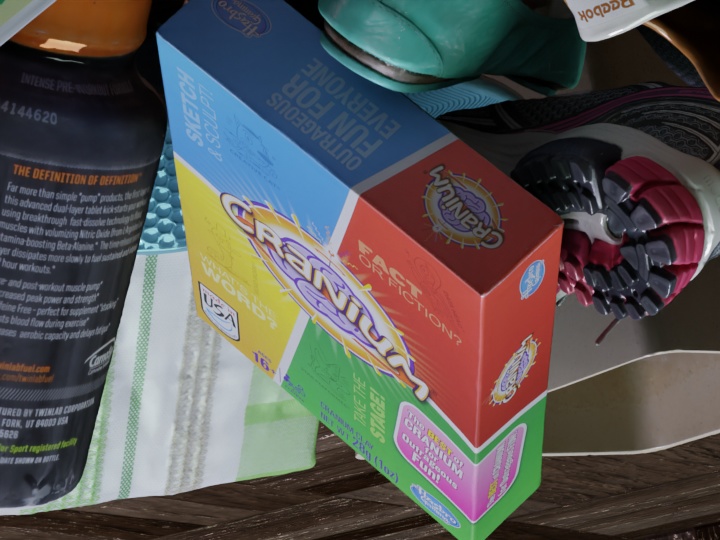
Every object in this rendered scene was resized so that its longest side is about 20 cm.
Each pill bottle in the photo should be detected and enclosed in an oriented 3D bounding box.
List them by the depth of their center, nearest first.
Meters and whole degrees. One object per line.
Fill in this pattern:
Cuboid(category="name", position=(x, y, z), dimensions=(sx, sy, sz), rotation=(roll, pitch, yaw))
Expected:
Cuboid(category="pill bottle", position=(-0.133, -0.021, 1.050), dimensions=(0.106, 0.201, 0.106), rotation=(14, -163, -4))

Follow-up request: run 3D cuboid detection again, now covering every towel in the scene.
Cuboid(category="towel", position=(-0.105, 0.035, 1.212), dimensions=(0.199, 0.031, 0.150), rotation=(-5, 125, -25))

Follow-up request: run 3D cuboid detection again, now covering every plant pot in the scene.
Cuboid(category="plant pot", position=(0.119, -0.023, 1.266), dimensions=(0.199, 0.178, 0.199), rotation=(3, 163, -41))

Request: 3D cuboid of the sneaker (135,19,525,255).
Cuboid(category="sneaker", position=(-0.032, -0.066, 1.172), dimensions=(0.199, 0.080, 0.131), rotation=(-2, -158, -14))

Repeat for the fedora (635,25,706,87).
Cuboid(category="fedora", position=(0.137, -0.125, 0.990), dimensions=(0.091, 0.201, 0.201), rotation=(24, 165, 2))

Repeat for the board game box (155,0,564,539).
Cuboid(category="board game box", position=(0.000, 0.000, 1.006), dimensions=(0.040, 0.153, 0.200), rotation=(-43, 158, -20))

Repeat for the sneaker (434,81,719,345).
Cuboid(category="sneaker", position=(0.077, -0.026, 0.983), dimensions=(0.074, 0.081, 0.200), rotation=(-33, -161, -22))

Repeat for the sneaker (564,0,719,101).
Cuboid(category="sneaker", position=(0.070, -0.123, 0.824), dimensions=(0.200, 0.085, 0.073), rotation=(36, 147, -28))

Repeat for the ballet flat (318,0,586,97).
Cuboid(category="ballet flat", position=(0.047, -0.099, 0.980), dimensions=(0.071, 0.067, 0.200), rotation=(-59, 165, 14))

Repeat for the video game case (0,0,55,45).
Cuboid(category="video game case", position=(-0.107, -0.119, 0.676), dimensions=(0.200, 0.022, 0.183), rotation=(-44, 151, -31))

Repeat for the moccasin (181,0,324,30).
Cuboid(category="moccasin", position=(-0.035, -0.121, 1.016), dimensions=(0.073, 0.078, 0.201), rotation=(-29, 168, -18))
